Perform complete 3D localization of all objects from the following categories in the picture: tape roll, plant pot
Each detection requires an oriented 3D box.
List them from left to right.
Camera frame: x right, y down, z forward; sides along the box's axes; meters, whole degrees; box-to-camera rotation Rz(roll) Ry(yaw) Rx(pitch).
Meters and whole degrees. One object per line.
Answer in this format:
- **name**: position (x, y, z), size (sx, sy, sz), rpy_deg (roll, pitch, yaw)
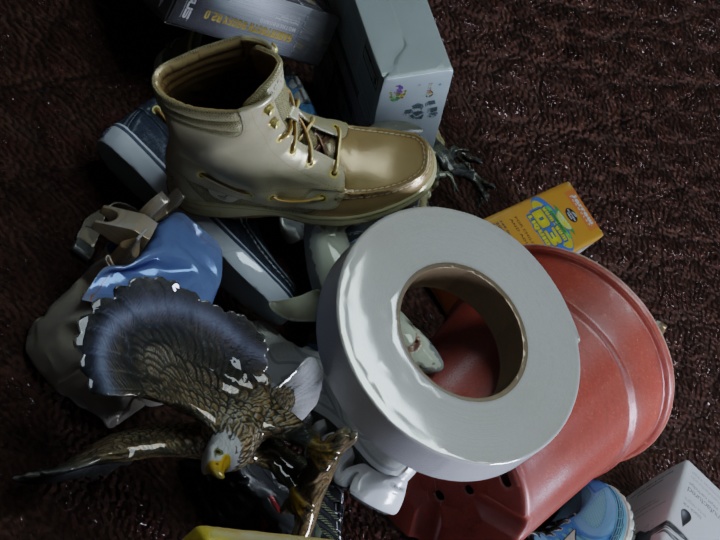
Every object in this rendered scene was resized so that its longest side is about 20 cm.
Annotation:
- **tape roll**: position (0.065, 0.051, 1.446), size (0.202, 0.037, 0.204), rpy_deg (13, 59, -23)
- **plant pot**: position (0.111, 0.113, 1.572), size (0.201, 0.201, 0.195), rpy_deg (50, 45, 1)

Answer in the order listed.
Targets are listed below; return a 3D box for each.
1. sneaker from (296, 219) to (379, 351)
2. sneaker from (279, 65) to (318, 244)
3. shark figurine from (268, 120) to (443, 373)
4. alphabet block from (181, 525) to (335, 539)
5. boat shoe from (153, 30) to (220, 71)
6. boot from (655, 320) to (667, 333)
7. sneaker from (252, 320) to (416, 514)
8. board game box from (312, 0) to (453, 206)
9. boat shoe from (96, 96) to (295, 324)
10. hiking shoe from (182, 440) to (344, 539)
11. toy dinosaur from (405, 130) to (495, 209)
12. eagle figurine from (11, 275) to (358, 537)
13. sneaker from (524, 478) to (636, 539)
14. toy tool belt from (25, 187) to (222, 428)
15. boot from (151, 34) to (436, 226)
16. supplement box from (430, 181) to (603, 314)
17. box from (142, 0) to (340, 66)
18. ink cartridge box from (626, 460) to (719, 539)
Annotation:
- **sneaker**: position (-0.019, 0.011, 1.630), size (0.082, 0.073, 0.200), rpy_deg (26, 36, 5)
- **sneaker**: position (-0.063, -0.094, 1.661), size (0.075, 0.086, 0.200), rpy_deg (62, 1, -40)
- **shark figurine**: position (-0.015, -0.017, 1.530), size (0.127, 0.090, 0.216), rpy_deg (-2, 69, -10)
- **alphabet block**: position (-0.052, 0.287, 1.236), size (0.199, 0.195, 0.197), rpy_deg (11, 49, -39)
- **boat shoe**: position (-0.118, -0.112, 1.624), size (0.072, 0.060, 0.203), rpy_deg (14, 49, -38)
- **boot**: position (0.179, 0.061, 1.693), size (0.107, 0.200, 0.075), rpy_deg (38, 70, -6)
- **sneaker**: position (-0.017, 0.092, 1.493), size (0.200, 0.081, 0.075), rpy_deg (42, 9, 36)
- **board game box**: position (0.014, -0.163, 1.691), size (0.064, 0.200, 0.148), rpy_deg (-10, 62, -14)
- **boat shoe**: position (-0.101, -0.057, 1.537), size (0.091, 0.071, 0.200), rpy_deg (-43, 85, -17)
- **hiking shoe**: position (-0.034, 0.184, 1.439), size (0.100, 0.076, 0.200), rpy_deg (-24, 76, -49)
- **toy dinosaur**: position (0.072, -0.099, 1.826), size (0.088, 0.047, 0.201), rpy_deg (25, 40, -20)
- **eagle figurine**: position (-0.107, 0.100, 1.328), size (0.199, 0.151, 0.152), rpy_deg (21, 73, -5)
- **sneaker**: position (0.154, 0.222, 1.602), size (0.090, 0.078, 0.200), rpy_deg (40, 37, -8)
- **toy tool belt**: position (-0.146, 0.007, 1.439), size (0.125, 0.123, 0.200), rpy_deg (37, 38, -16)
- **boot**: position (-0.044, -0.100, 1.435), size (0.199, 0.156, 0.073), rpy_deg (1, 61, 1)
- **supplement box**: position (0.135, -0.019, 1.802), size (0.067, 0.069, 0.200), rpy_deg (56, 35, 6)
- **box**: position (-0.131, -0.249, 1.675), size (0.158, 0.048, 0.200), rpy_deg (12, 25, -41)
- **ink cartridge box**: position (0.271, 0.279, 1.667), size (0.146, 0.086, 0.200), rpy_deg (42, 35, -10)
